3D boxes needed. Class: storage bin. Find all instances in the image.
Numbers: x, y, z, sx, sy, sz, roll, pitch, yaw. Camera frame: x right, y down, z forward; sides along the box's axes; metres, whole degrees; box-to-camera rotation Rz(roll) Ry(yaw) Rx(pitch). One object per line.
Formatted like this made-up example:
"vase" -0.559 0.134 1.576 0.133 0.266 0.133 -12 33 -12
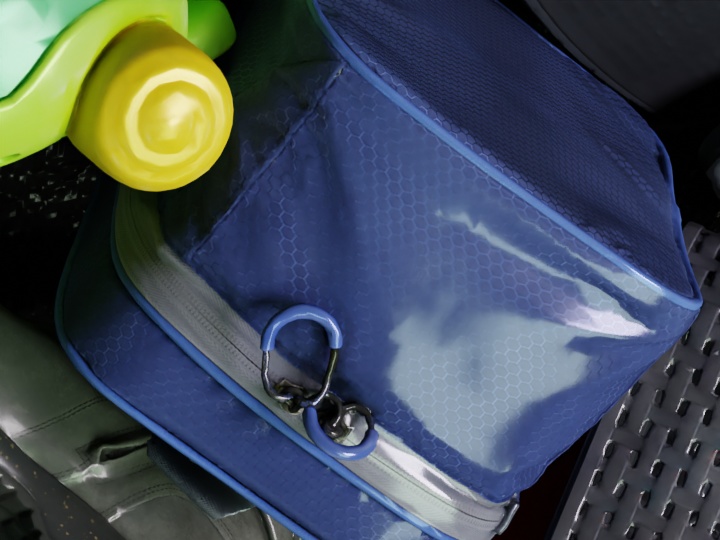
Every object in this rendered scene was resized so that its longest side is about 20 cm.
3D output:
"storage bin" 0.115 0.078 0.898 0.200 0.094 0.135 64 49 -78

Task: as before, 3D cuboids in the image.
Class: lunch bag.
"lunch bag" 0.000 0.000 0.803 0.136 0.200 0.132 37 107 -10

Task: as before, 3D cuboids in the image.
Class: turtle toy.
"turtle toy" -0.092 -0.080 0.724 0.200 0.146 0.101 -22 118 -19

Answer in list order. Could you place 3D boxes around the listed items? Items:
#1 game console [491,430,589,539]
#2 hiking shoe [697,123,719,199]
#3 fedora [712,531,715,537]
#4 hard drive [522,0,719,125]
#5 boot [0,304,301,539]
"game console" -0.019 0.140 0.996 0.200 0.119 0.172 -23 -175 -39
"hiking shoe" 0.174 0.005 0.959 0.074 0.087 0.200 -41 149 13
"fedora" 0.146 0.114 1.099 0.200 0.201 0.092 -19 106 -20
"hard drive" 0.104 -0.106 0.856 0.135 0.042 0.200 -22 154 17
"boot" -0.090 0.028 0.854 0.068 0.200 0.131 -32 -170 41
